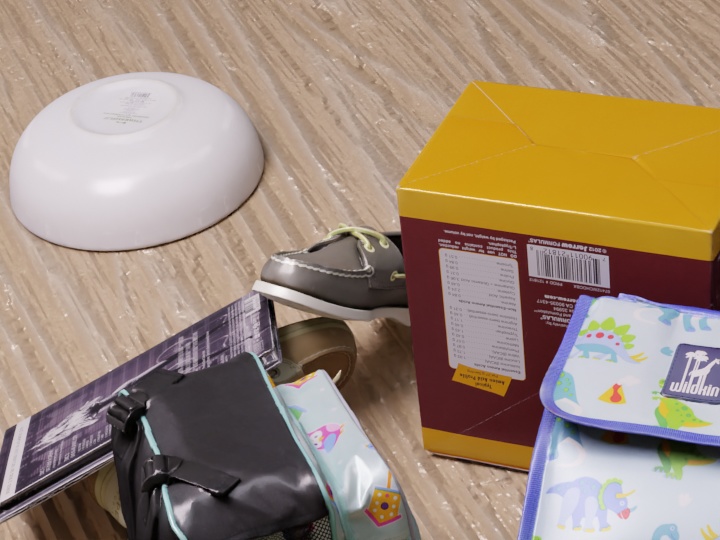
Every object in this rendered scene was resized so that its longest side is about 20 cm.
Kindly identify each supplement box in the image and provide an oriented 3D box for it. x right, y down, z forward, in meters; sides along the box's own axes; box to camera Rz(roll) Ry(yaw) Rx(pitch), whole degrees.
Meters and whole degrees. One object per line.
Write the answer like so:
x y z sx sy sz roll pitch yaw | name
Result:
0.143 0.012 1.385 0.196 0.201 0.133 9 37 22 | supplement box

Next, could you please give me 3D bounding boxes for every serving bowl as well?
-0.175 -0.098 1.722 0.199 0.066 0.201 -5 34 3 | serving bowl

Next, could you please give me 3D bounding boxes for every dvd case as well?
-0.140 0.081 1.407 0.199 0.016 0.149 -29 15 3 | dvd case

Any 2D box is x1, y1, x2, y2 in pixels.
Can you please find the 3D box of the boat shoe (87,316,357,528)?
-0.075 0.102 1.420 0.199 0.074 0.063 -35 49 -19 | boat shoe

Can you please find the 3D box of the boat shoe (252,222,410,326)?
-0.003 -0.001 1.465 0.072 0.061 0.201 20 8 29 | boat shoe

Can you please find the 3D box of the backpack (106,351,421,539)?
-0.048 0.162 1.215 0.152 0.201 0.176 -11 27 -17 | backpack

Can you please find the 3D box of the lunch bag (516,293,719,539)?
0.183 0.116 1.235 0.169 0.128 0.201 8 70 18 | lunch bag
